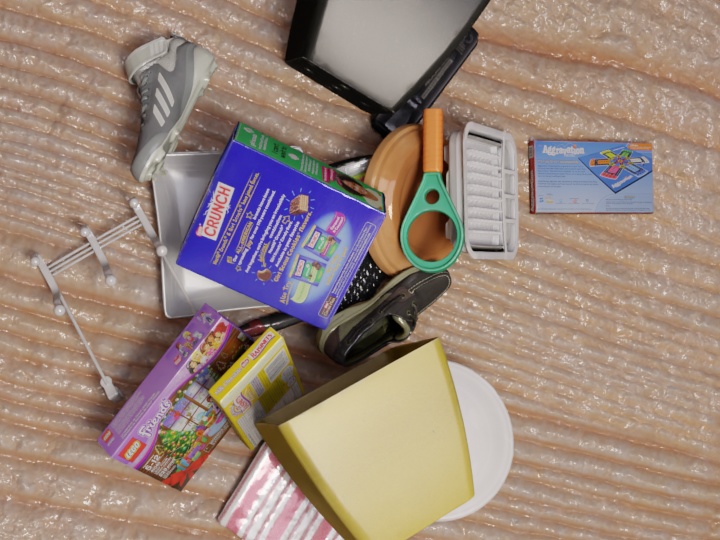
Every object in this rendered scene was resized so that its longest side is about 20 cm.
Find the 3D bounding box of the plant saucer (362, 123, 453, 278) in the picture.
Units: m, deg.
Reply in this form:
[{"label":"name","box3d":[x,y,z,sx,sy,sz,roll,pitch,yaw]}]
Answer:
[{"label":"plant saucer","box3d":[0.077,-0.086,1.311,0.199,0.037,0.203,-11,105,-47]}]

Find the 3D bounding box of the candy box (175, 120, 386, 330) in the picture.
[{"label":"candy box","box3d":[-0.094,-0.051,1.200,0.198,0.077,0.170,25,110,-13]}]

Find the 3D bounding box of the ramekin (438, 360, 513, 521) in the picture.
[{"label":"ramekin","box3d":[0.087,0.220,1.303,0.199,0.094,0.205,3,74,-11]}]

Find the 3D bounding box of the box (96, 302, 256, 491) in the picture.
[{"label":"box","box3d":[-0.197,0.153,1.199,0.201,0.039,0.137,-52,141,-5]}]

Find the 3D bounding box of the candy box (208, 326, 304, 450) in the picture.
[{"label":"candy box","box3d":[-0.118,0.144,1.207,0.026,0.201,0.102,40,74,20]}]

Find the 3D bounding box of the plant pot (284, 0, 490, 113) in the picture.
[{"label":"plant pot","box3d":[0.011,-0.306,1.267,0.198,0.199,0.179,29,90,-17]}]

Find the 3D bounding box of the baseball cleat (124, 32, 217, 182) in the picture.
[{"label":"baseball cleat","box3d":[-0.249,-0.199,1.220,0.106,0.070,0.202,27,58,-7]}]

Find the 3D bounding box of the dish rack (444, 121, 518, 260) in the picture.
[{"label":"dish rack","box3d":[0.157,-0.101,1.337,0.199,0.043,0.174,-1,91,-63]}]

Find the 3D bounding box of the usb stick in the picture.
[{"label":"usb stick","box3d":[0.088,-0.256,1.370,0.055,0.033,0.201,38,77,-8]}]

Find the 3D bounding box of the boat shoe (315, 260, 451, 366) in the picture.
[{"label":"boat shoe","box3d":[0.040,0.060,1.274,0.199,0.066,0.072,-29,138,-20]}]

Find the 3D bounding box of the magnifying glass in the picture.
[{"label":"magnifying glass","box3d":[0.088,-0.098,1.249,0.078,0.022,0.203,-1,81,15]}]

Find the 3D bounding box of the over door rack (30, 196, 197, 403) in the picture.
[{"label":"over door rack","box3d":[-0.276,0.035,1.193,0.147,0.067,0.202,-30,95,-6]}]

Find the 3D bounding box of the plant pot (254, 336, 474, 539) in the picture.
[{"label":"plant pot","box3d":[0.017,0.206,1.151,0.198,0.200,0.178,-26,89,-16]}]

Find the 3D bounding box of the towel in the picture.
[{"label":"towel","box3d":[-0.068,0.307,1.302,0.199,0.030,0.147,36,79,-15]}]

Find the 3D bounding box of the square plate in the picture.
[{"label":"square plate","box3d":[-0.159,-0.050,1.276,0.195,0.028,0.203,-5,91,-21]}]

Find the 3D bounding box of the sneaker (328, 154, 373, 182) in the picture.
[{"label":"sneaker","box3d":[-0.015,-0.095,1.300,0.198,0.078,0.092,-20,101,-30]}]

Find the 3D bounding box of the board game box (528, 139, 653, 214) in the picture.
[{"label":"board game box","box3d":[0.333,-0.133,1.462,0.197,0.019,0.105,-1,90,-20]}]

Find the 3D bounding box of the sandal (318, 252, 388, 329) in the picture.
[{"label":"sandal","box3d":[0.000,0.000,1.323,0.075,0.045,0.201,35,76,-20]}]

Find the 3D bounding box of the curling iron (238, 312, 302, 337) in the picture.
[{"label":"curling iron","box3d":[-0.123,0.079,1.283,0.198,0.050,0.026,-20,138,-24]}]
